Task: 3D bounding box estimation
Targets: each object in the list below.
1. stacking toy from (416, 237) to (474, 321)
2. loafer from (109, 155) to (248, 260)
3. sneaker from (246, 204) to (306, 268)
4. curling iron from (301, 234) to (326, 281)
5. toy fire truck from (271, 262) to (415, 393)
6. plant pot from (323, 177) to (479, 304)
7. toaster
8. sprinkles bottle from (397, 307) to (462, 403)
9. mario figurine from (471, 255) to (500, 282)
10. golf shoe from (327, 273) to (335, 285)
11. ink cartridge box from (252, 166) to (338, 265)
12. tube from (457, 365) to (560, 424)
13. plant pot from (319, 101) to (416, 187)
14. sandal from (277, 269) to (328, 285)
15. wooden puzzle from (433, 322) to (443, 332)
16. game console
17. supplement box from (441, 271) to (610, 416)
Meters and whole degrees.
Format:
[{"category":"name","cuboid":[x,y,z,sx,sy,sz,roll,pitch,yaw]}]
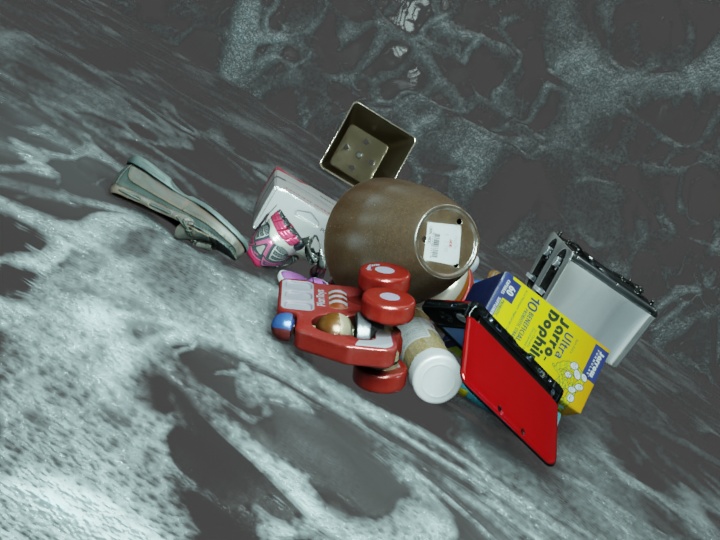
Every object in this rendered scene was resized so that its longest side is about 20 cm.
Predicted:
[{"category":"stacking toy","cuboid":[0.132,0.036,1.657,0.146,0.147,0.200,40,0,39]},{"category":"loafer","cuboid":[-0.240,-0.068,1.416,0.199,0.063,0.072,37,-20,5]},{"category":"sneaker","cuboid":[-0.125,-0.040,1.556,0.081,0.074,0.200,52,-1,5]},{"category":"curling iron","cuboid":[-0.063,-0.007,1.522,0.200,0.025,0.050,95,-22,-78]},{"category":"toy fire truck","cuboid":[-0.024,0.063,1.304,0.165,0.114,0.200,5,21,-3]},{"category":"plant pot","cuboid":[0.070,-0.036,1.433,0.186,0.189,0.200,28,-9,-20]},{"category":"toaster","cuboid":[0.362,0.045,1.697,0.199,0.119,0.181,33,11,-8]},{"category":"sprinkles bottle","cuboid":[0.083,0.110,1.464,0.068,0.069,0.200,29,11,-17]},{"category":"mario figurine","cuboid":[0.134,0.020,1.815,0.198,0.108,0.123,4,3,38]},{"category":"golf shoe","cuboid":[0.000,0.000,1.685,0.077,0.089,0.200,29,9,-4]},{"category":"ink cartridge box","cuboid":[-0.101,-0.091,1.813,0.145,0.085,0.200,30,9,-11]},{"category":"tube","cuboid":[0.186,0.178,1.528,0.198,0.051,0.077,28,9,3]},{"category":"plant pot","cuboid":[0.008,-0.318,2.945,0.198,0.202,0.177,30,-2,-9]},{"category":"sandal","cuboid":[-0.032,0.047,1.467,0.202,0.050,0.082,39,12,32]},{"category":"wooden puzzle","cuboid":[0.242,0.071,1.876,0.183,0.047,0.199,-12,-8,25]},{"category":"game console","cuboid":[0.163,0.143,1.394,0.200,0.119,0.172,44,-22,-26]},{"category":"supplement box","cuboid":[0.236,0.110,1.544,0.199,0.110,0.109,36,-20,-11]}]
